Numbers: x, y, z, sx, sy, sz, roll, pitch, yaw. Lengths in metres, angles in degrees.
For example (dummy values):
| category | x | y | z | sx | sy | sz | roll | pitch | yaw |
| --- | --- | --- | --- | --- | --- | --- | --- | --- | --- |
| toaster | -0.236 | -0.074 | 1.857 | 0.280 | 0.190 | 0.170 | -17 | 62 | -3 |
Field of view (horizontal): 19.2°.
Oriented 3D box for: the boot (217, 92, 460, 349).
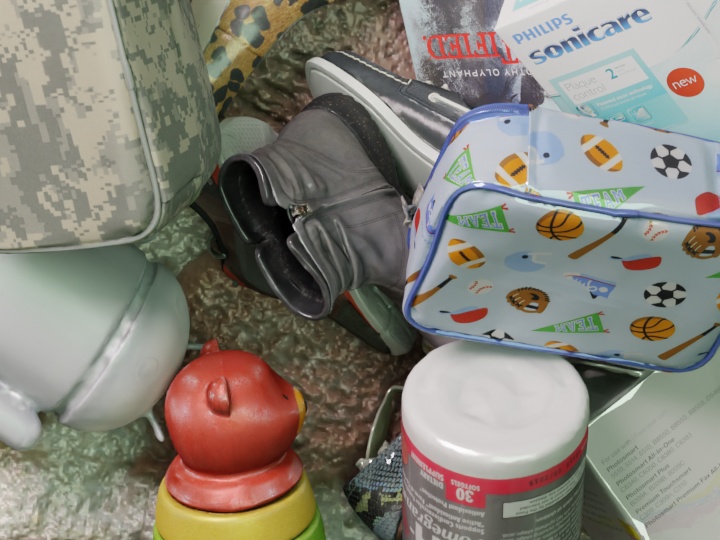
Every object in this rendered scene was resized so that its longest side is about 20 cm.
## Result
| category | x | y | z | sx | sy | sz | roll | pitch | yaw |
| --- | --- | --- | --- | --- | --- | --- | --- | --- | --- |
| boot | 0.000 | 0.000 | 1.249 | 0.200 | 0.132 | 0.070 | 49 | 126 | -4 |

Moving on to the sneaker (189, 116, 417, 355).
| category | x | y | z | sx | sy | sz | roll | pitch | yaw |
| --- | --- | --- | --- | --- | --- | --- | --- | --- | --- |
| sneaker | -0.043 | -0.014 | 1.326 | 0.082 | 0.077 | 0.200 | -27 | 120 | 32 |

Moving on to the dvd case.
| category | x | y | z | sx | sy | sz | roll | pitch | yaw |
| --- | --- | --- | --- | --- | --- | --- | --- | --- | --- |
| dvd case | 0.085 | -0.143 | 1.292 | 0.022 | 0.145 | 0.202 | -28 | 113 | -39 |

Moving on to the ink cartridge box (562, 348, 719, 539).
| category | x | y | z | sx | sy | sz | roll | pitch | yaw |
| --- | --- | --- | --- | --- | --- | --- | --- | --- | --- |
| ink cartridge box | 0.199 | 0.120 | 1.352 | 0.125 | 0.128 | 0.201 | -36 | 100 | -11 |

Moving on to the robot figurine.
| category | x | y | z | sx | sy | sz | roll | pitch | yaw |
| --- | --- | --- | --- | --- | --- | --- | --- | --- | --- |
| robot figurine | -0.184 | 0.019 | 1.260 | 0.199 | 0.113 | 0.170 | 34 | 72 | -13 |

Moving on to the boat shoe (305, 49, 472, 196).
| category | x | y | z | sx | sy | sz | roll | pitch | yaw |
| --- | --- | --- | --- | --- | --- | --- | --- | --- | --- |
| boat shoe | 0.050 | -0.078 | 1.306 | 0.060 | 0.076 | 0.200 | -41 | 68 | -19 |

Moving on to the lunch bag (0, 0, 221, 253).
| category | x | y | z | sx | sy | sz | roll | pitch | yaw |
| --- | --- | --- | --- | --- | --- | --- | --- | --- | --- |
| lunch bag | -0.152 | -0.121 | 1.173 | 0.138 | 0.168 | 0.202 | -5 | 110 | 22 |

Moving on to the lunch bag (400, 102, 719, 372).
| category | x | y | z | sx | sy | sz | roll | pitch | yaw |
| --- | --- | --- | --- | --- | --- | --- | --- | --- | --- |
| lunch bag | 0.119 | -0.013 | 1.189 | 0.198 | 0.161 | 0.076 | 11 | 53 | -7 |

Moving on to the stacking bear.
| category | x | y | z | sx | sy | sz | roll | pitch | yaw |
| --- | --- | --- | --- | --- | --- | --- | --- | --- | --- |
| stacking bear | -0.070 | 0.143 | 1.267 | 0.113 | 0.122 | 0.202 | -5 | 113 | -1 |

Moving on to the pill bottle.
| category | x | y | z | sx | sy | sz | roll | pitch | yaw |
| --- | --- | --- | --- | --- | --- | --- | --- | --- | --- |
| pill bottle | 0.079 | 0.148 | 1.272 | 0.110 | 0.111 | 0.201 | -12 | 129 | -13 |

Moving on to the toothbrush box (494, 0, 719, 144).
| category | x | y | z | sx | sy | sz | roll | pitch | yaw |
| --- | --- | --- | --- | --- | --- | --- | --- | --- | --- |
| toothbrush box | 0.194 | -0.117 | 1.183 | 0.200 | 0.146 | 0.086 | 48 | 44 | -28 |

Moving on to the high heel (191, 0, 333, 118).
| category | x | y | z | sx | sy | sz | roll | pitch | yaw |
| --- | --- | --- | --- | --- | --- | --- | --- | --- | --- |
| high heel | -0.063 | -0.137 | 1.323 | 0.199 | 0.071 | 0.144 | -15 | 121 | -26 |

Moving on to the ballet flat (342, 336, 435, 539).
| category | x | y | z | sx | sy | sz | roll | pitch | yaw |
| --- | --- | --- | --- | --- | --- | --- | --- | --- | --- |
| ballet flat | 0.054 | 0.077 | 1.350 | 0.074 | 0.074 | 0.201 | 35 | 83 | -13 |
